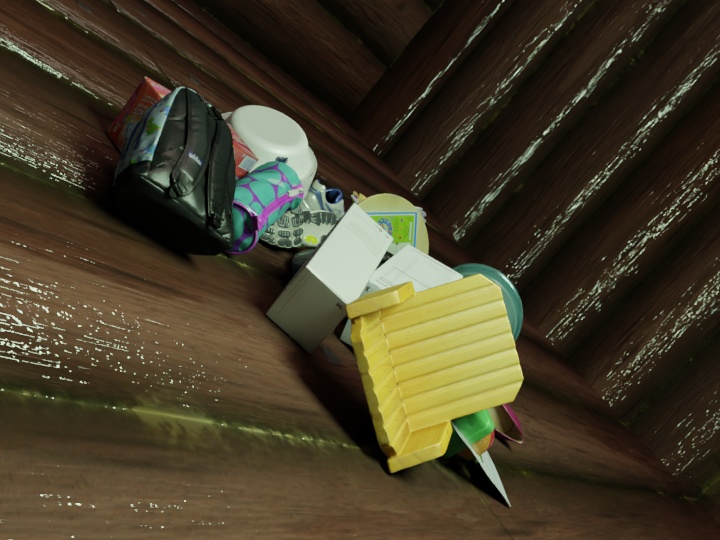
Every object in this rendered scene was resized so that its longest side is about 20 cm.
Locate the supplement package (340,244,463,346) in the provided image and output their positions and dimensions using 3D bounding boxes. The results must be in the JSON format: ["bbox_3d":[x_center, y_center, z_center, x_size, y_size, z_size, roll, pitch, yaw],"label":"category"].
[{"bbox_3d":[0.067,0.055,1.258,0.112,0.111,0.200,30,25,12],"label":"supplement package"}]

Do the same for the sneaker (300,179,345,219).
[{"bbox_3d":[-0.055,-0.119,1.686,0.075,0.088,0.199,47,11,32],"label":"sneaker"}]

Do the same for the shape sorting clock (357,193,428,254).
[{"bbox_3d":[0.038,-0.036,1.457,0.199,0.203,0.039,35,-10,-34],"label":"shape sorting clock"}]

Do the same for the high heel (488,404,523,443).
[{"bbox_3d":[0.218,0.229,1.415,0.199,0.068,0.096,39,1,-36],"label":"high heel"}]

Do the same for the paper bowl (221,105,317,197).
[{"bbox_3d":[-0.168,-0.204,1.388,0.197,0.105,0.203,18,36,-14],"label":"paper bowl"}]

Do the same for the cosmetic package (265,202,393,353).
[{"bbox_3d":[-0.037,0.006,1.108,0.085,0.108,0.201,41,32,-4],"label":"cosmetic package"}]

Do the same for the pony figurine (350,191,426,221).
[{"bbox_3d":[0.058,-0.073,1.806,0.192,0.165,0.203,22,40,-50],"label":"pony figurine"}]

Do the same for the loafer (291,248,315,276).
[{"bbox_3d":[-0.075,0.005,1.291,0.070,0.065,0.200,2,8,7],"label":"loafer"}]

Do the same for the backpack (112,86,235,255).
[{"bbox_3d":[-0.225,-0.133,1.008,0.162,0.152,0.204,37,50,-39],"label":"backpack"}]

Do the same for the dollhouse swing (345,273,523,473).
[{"bbox_3d":[0.102,0.111,0.999,0.182,0.172,0.205,-20,96,-78],"label":"dollhouse swing"}]

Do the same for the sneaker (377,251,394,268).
[{"bbox_3d":[0.000,0.000,1.322,0.074,0.081,0.199,24,13,24],"label":"sneaker"}]

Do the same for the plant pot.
[{"bbox_3d":[0.206,0.102,1.535,0.200,0.201,0.196,43,15,4],"label":"plant pot"}]

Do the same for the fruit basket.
[{"bbox_3d":[0.150,0.231,1.196,0.202,0.092,0.187,60,7,-39],"label":"fruit basket"}]

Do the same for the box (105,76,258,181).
[{"bbox_3d":[-0.258,-0.183,1.195,0.095,0.103,0.199,48,14,28],"label":"box"}]

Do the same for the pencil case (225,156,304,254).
[{"bbox_3d":[-0.150,-0.096,1.179,0.200,0.090,0.087,-55,141,-61],"label":"pencil case"}]

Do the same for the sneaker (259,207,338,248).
[{"bbox_3d":[-0.121,-0.067,1.346,0.198,0.079,0.080,13,74,-45],"label":"sneaker"}]
